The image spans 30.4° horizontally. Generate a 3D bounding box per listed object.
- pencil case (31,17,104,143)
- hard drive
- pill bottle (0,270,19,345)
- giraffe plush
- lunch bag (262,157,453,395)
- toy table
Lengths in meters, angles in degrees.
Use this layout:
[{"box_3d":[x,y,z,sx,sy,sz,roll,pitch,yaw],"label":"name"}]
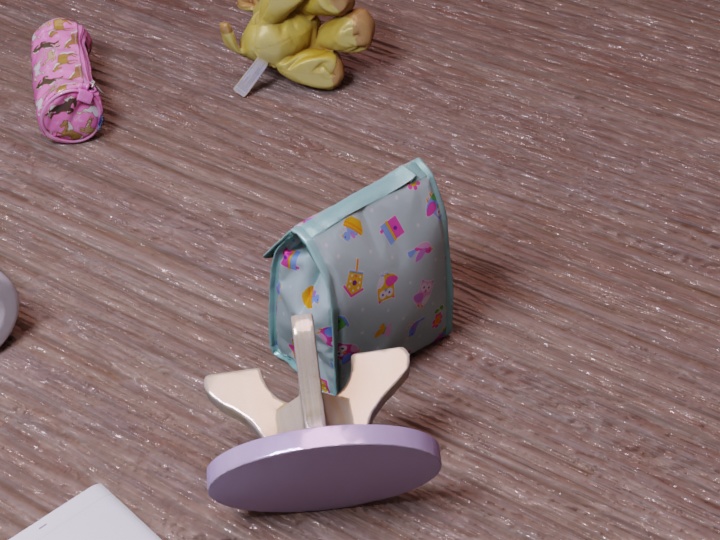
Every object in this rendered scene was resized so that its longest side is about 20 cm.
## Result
[{"box_3d":[-0.375,-0.244,1.686,0.086,0.083,0.200,-11,40,-10],"label":"pencil case"},{"box_3d":[-0.211,0.271,1.102,0.132,0.026,0.200,-32,48,-32],"label":"hard drive"},{"box_3d":[-0.449,0.005,1.363,0.111,0.111,0.200,-31,47,-31],"label":"pill bottle"},{"box_3d":[-0.088,-0.329,1.755,0.200,0.173,0.162,-32,25,16],"label":"giraffe plush"},{"box_3d":[0.000,0.000,1.288,0.170,0.200,0.122,-30,48,-29],"label":"lunch bag"},{"box_3d":[-0.038,0.133,1.166,0.200,0.184,0.117,-1,56,-13],"label":"toy table"}]
